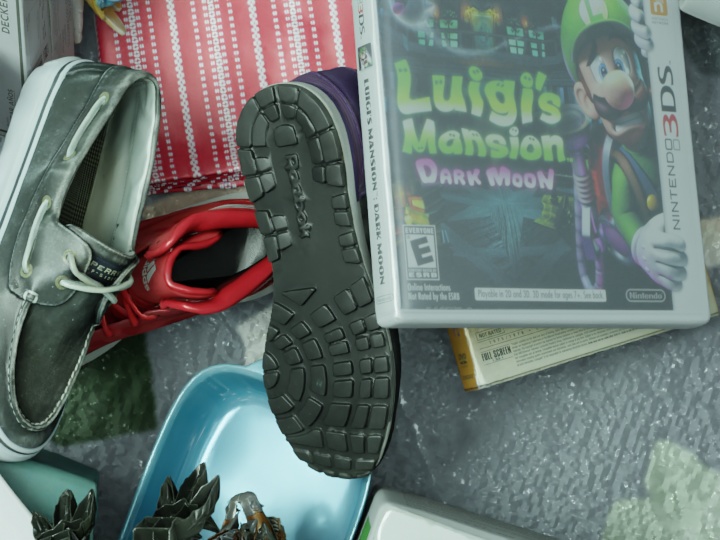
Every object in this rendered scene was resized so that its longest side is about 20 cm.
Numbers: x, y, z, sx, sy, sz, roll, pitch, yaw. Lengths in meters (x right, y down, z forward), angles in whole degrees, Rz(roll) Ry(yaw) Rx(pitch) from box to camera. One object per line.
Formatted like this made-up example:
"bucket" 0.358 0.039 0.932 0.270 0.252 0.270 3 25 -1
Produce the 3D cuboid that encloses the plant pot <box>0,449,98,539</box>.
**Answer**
"plant pot" -0.233 0.141 1.047 0.198 0.141 0.143 6 88 -6

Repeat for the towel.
"towel" -0.042 -0.120 1.111 0.198 0.022 0.146 -7 88 -1

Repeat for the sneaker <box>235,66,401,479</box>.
"sneaker" 0.000 0.000 1.030 0.075 0.087 0.202 3 106 31

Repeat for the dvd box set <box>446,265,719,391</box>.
"dvd box set" 0.093 -0.053 1.087 0.145 0.029 0.202 -16 89 -19

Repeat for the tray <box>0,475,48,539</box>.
"tray" -0.250 0.152 0.966 0.200 0.022 0.108 -38 96 -10

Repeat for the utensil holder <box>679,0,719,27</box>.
"utensil holder" 0.278 -0.172 1.044 0.198 0.170 0.171 19 88 1

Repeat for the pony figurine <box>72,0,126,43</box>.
"pony figurine" -0.160 -0.241 1.063 0.199 0.167 0.194 37 111 5

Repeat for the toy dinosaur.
"toy dinosaur" -0.081 0.167 0.960 0.101 0.200 0.136 -23 115 9

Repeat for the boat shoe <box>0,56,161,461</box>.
"boat shoe" -0.142 -0.009 0.993 0.070 0.072 0.202 0 77 37

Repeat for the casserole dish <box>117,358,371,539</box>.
"casserole dish" -0.062 0.144 1.081 0.120 0.039 0.202 21 89 20

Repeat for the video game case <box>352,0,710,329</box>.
"video game case" 0.087 -0.063 1.032 0.199 0.023 0.184 1 80 -33

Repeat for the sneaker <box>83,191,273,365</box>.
"sneaker" -0.127 0.003 1.059 0.198 0.116 0.079 -22 89 -2

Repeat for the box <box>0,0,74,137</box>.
"box" -0.247 -0.148 1.046 0.198 0.117 0.060 16 52 8

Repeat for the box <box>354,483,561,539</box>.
"box" 0.068 0.229 1.027 0.198 0.171 0.201 19 88 1
